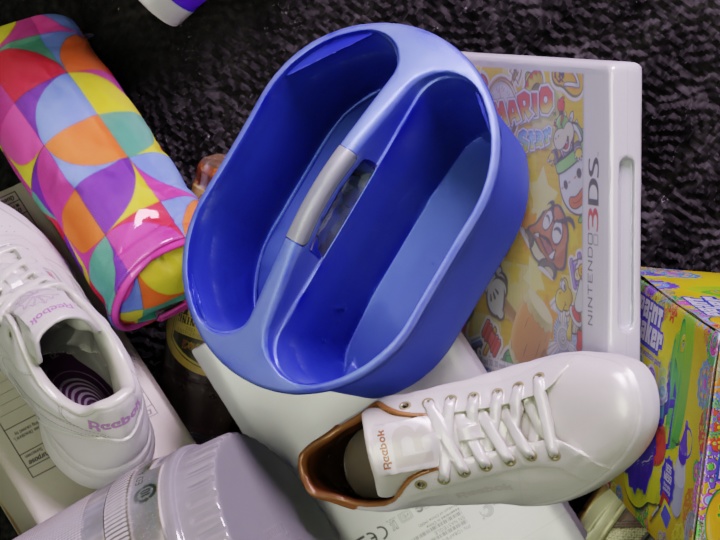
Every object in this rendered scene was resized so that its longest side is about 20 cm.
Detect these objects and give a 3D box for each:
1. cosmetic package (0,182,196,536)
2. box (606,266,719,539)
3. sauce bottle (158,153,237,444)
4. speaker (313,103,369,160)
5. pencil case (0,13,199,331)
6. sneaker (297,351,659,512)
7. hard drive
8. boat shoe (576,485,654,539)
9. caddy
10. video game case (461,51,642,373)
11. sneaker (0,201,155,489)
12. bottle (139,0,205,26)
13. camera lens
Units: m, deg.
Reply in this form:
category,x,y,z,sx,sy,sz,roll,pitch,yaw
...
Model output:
category,x,y,z,sx,sy,sz,roll,pitch,yaw
cosmetic package,-0.185,0.060,1.400,0.105,0.071,0.200,-25,66,-19
box,0.239,0.076,1.245,0.192,0.200,0.122,5,99,-7
sauce bottle,-0.080,0.035,1.423,0.066,0.066,0.200,11,100,13
speaker,0.000,0.000,1.390,0.081,0.081,0.200,3,97,14
pencil case,-0.150,-0.057,1.388,0.088,0.088,0.200,-44,59,15
sneaker,0.055,0.090,1.244,0.200,0.085,0.073,-20,79,35
hard drive,0.016,0.094,1.345,0.132,0.027,0.200,-32,92,12
boat shoe,0.120,0.205,1.386,0.065,0.073,0.200,30,105,12
caddy,-0.004,-0.028,1.266,0.141,0.105,0.200,30,90,24
video game case,0.090,-0.024,1.320,0.023,0.200,0.182,-4,98,-25
sneaker,-0.172,0.020,1.325,0.075,0.100,0.200,-32,67,-20
bottle,-0.051,-0.221,1.382,0.200,0.065,0.084,-42,87,16
camera lens,-0.116,0.194,1.282,0.200,0.160,0.160,-31,88,16
